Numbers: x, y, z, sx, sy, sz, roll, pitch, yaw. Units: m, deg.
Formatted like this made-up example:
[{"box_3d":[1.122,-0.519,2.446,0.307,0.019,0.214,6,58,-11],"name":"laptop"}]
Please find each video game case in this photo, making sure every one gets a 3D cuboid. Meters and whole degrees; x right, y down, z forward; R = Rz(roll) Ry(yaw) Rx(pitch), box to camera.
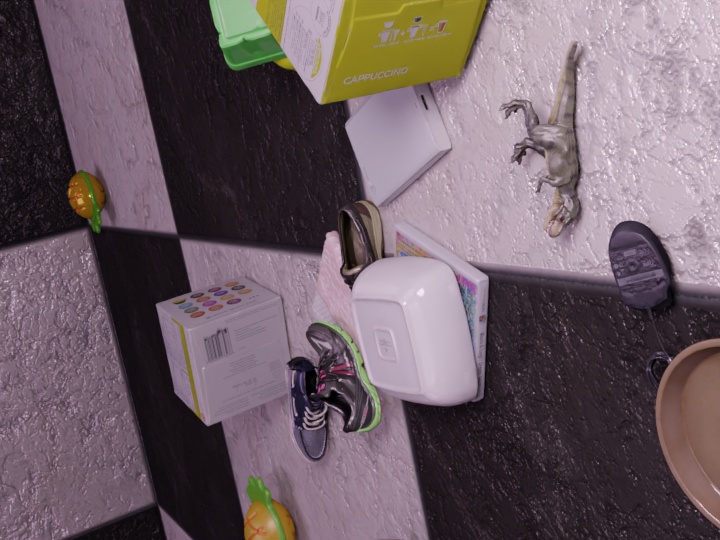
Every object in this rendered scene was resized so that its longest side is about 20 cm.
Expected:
[{"box_3d":[0.106,0.053,1.282,0.200,0.023,0.185,38,136,51],"name":"video game case"}]

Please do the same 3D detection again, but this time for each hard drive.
[{"box_3d":[0.046,-0.183,1.263,0.200,0.026,0.134,-37,71,61],"name":"hard drive"}]

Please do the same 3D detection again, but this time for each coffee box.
[{"box_3d":[0.013,-0.335,1.030,0.199,0.197,0.201,57,149,29],"name":"coffee box"},{"box_3d":[-0.268,0.152,1.866,0.197,0.197,0.204,23,126,57],"name":"coffee box"}]

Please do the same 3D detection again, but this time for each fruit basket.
[{"box_3d":[-0.104,-0.360,1.322,0.215,0.213,0.158,-1,104,62],"name":"fruit basket"}]

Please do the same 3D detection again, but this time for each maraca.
[{"box_3d":[-0.820,-0.210,2.835,0.202,0.106,0.138,62,151,21],"name":"maraca"},{"box_3d":[-0.204,0.549,2.052,0.136,0.106,0.203,-14,92,56],"name":"maraca"}]

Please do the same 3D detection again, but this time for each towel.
[{"box_3d":[-0.016,0.069,1.519,0.201,0.032,0.193,55,148,32],"name":"towel"}]

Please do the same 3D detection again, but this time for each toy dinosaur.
[{"box_3d":[0.193,-0.141,0.982,0.087,0.047,0.203,18,121,42],"name":"toy dinosaur"}]

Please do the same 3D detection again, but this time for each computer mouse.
[{"box_3d":[0.292,0.046,0.917,0.058,0.034,0.203,-13,98,44],"name":"computer mouse"}]

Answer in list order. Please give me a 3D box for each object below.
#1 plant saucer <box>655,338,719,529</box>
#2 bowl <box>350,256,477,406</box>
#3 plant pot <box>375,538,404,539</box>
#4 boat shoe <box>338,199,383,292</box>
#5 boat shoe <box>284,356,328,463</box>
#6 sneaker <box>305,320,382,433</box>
[{"box_3d":[0.352,0.154,0.837,0.199,0.029,0.203,34,133,46],"name":"plant saucer"},{"box_3d":[0.061,0.088,1.264,0.199,0.074,0.203,2,108,56],"name":"bowl"},{"box_3d":[0.047,0.564,1.492,0.199,0.197,0.176,34,136,51],"name":"plant pot"},{"box_3d":[0.000,0.000,1.382,0.073,0.064,0.204,-11,89,47],"name":"boat shoe"},{"box_3d":[-0.092,0.263,1.723,0.093,0.074,0.204,-176,72,-70],"name":"boat shoe"},{"box_3d":[-0.038,0.167,1.494,0.202,0.083,0.077,59,150,23],"name":"sneaker"}]
